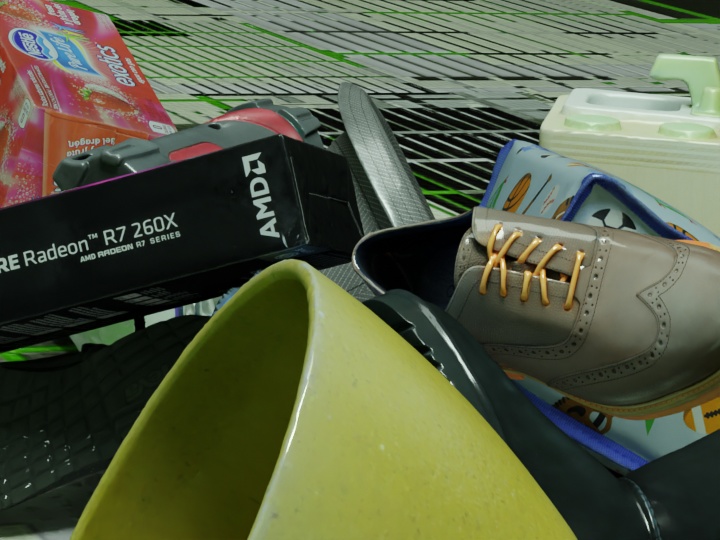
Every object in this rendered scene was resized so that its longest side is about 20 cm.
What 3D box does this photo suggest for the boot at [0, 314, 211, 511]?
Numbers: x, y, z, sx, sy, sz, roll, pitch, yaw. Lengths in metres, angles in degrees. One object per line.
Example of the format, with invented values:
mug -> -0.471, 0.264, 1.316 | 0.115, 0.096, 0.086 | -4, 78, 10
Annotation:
boot -> -0.130, 0.072, 1.286 | 0.199, 0.068, 0.131 | -12, -10, 1

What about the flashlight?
flashlight -> -0.079, -0.044, 1.510 | 0.067, 0.068, 0.200 | -13, 6, 22

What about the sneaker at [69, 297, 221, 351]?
sneaker -> -0.085, 0.002, 1.564 | 0.146, 0.081, 0.200 | -6, 9, -22

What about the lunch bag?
lunch bag -> 0.138, 0.043, 1.324 | 0.199, 0.124, 0.170 | 30, 4, -13

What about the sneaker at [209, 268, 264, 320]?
sneaker -> -0.021, 0.046, 1.103 | 0.078, 0.066, 0.200 | 20, 12, 5

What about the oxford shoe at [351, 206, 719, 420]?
oxford shoe -> 0.075, 0.013, 1.153 | 0.073, 0.072, 0.199 | 26, -17, -39

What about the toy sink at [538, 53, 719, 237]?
toy sink -> 0.148, -0.034, 1.517 | 0.111, 0.201, 0.130 | 5, 13, 7

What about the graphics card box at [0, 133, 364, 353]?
graphics card box -> -0.105, -0.006, 1.234 | 0.199, 0.051, 0.125 | -13, -5, 12

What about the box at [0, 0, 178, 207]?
box -> -0.185, -0.083, 1.756 | 0.095, 0.100, 0.200 | 12, 22, -24

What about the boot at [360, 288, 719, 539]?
boot -> 0.100, 0.080, 1.056 | 0.162, 0.073, 0.199 | -16, 65, -34

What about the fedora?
fedora -> 0.000, 0.000, 1.500 | 0.090, 0.178, 0.200 | -26, 14, 2

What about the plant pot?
plant pot -> -0.004, 0.117, 0.843 | 0.141, 0.201, 0.200 | 28, 6, -15
